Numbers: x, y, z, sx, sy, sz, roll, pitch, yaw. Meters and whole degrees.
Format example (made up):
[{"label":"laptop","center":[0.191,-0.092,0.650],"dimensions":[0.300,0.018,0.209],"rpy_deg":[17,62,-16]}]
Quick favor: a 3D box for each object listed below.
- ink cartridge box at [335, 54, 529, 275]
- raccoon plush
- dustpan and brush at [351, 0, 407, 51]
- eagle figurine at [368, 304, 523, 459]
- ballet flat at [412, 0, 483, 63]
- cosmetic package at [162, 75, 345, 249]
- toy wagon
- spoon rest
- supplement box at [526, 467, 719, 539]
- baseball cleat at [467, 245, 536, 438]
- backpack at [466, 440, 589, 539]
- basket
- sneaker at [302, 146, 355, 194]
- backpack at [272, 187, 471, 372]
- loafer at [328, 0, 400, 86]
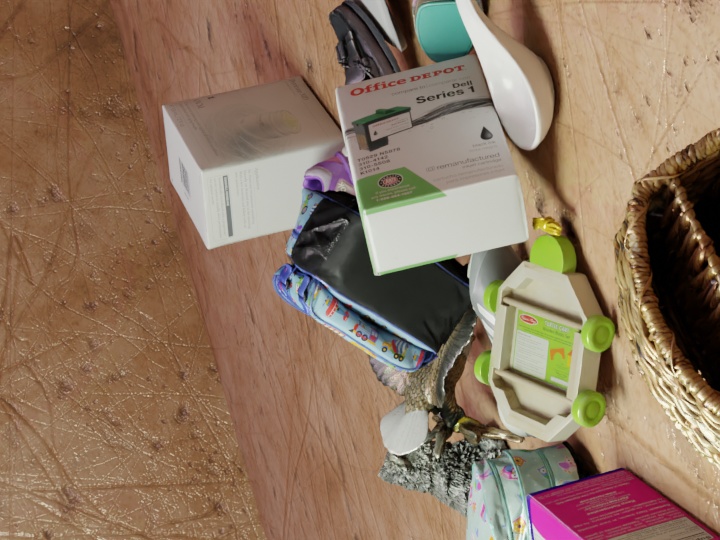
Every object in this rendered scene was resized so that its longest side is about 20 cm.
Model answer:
[{"label":"ink cartridge box","center":[0.062,-0.101,1.657],"dimensions":[0.200,0.146,0.084],"rpy_deg":[-103,0,-49]},{"label":"raccoon plush","center":[0.105,0.252,1.952],"dimensions":[0.097,0.134,0.200],"rpy_deg":[95,156,-51]},{"label":"dustpan and brush","center":[0.005,-0.331,1.947],"dimensions":[0.200,0.057,0.140],"rpy_deg":[40,155,56]},{"label":"eagle figurine","center":[0.082,0.087,1.906],"dimensions":[0.151,0.151,0.201],"rpy_deg":[-87,-15,-65]},{"label":"ballet flat","center":[0.078,-0.271,1.659],"dimensions":[0.200,0.069,0.071],"rpy_deg":[70,-157,-62]},{"label":"cosmetic package","center":[-0.137,-0.146,2.352],"dimensions":[0.199,0.199,0.123],"rpy_deg":[-125,27,-53]},{"label":"toy wagon","center":[0.171,0.051,1.624],"dimensions":[0.155,0.039,0.201],"rpy_deg":[21,108,53]},{"label":"spoon rest","center":[0.124,-0.203,1.578],"dimensions":[0.099,0.060,0.201],"rpy_deg":[-171,68,-75]},{"label":"supplement box","center":[0.231,0.257,1.543],"dimensions":[0.200,0.103,0.102],"rpy_deg":[-141,40,-69]},{"label":"baseball cleat","center":[0.163,0.063,1.721],"dimensions":[0.106,0.070,0.201],"rpy_deg":[2,109,59]},{"label":"backpack","center":[0.167,0.266,1.749],"dimensions":[0.167,0.126,0.200],"rpy_deg":[-116,21,-48]},{"label":"basket","center":[0.250,0.012,1.140],"dimensions":[0.149,0.142,0.200],"rpy_deg":[103,149,-63]},{"label":"sneaker","center":[-0.015,-0.058,2.202],"dimensions":[0.081,0.088,0.201],"rpy_deg":[106,145,-61]},{"label":"backpack","center":[0.000,0.000,1.809],"dimensions":[0.182,0.135,0.200],"rpy_deg":[33,178,-26]},{"label":"loafer","center":[0.014,-0.197,1.921],"dimensions":[0.200,0.063,0.072],"rpy_deg":[59,167,9]}]
